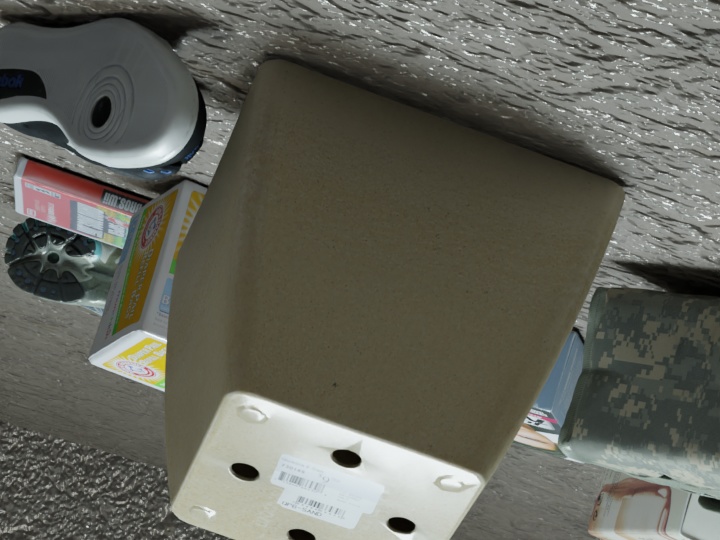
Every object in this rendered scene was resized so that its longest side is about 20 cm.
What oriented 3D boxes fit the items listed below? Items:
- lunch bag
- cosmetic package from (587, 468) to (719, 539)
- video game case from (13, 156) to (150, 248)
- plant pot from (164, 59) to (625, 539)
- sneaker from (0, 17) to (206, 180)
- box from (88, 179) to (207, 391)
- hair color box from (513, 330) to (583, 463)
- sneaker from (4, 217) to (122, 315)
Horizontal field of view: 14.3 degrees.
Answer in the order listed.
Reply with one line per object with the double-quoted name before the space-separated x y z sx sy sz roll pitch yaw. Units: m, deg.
"lunch bag" 0.242 0.087 1.642 0.199 0.118 0.164 19 172 -38
"cosmetic package" 0.260 0.176 2.169 0.103 0.088 0.200 21 170 -11
"video game case" -0.147 -0.028 2.006 0.199 0.018 0.143 19 170 -3
"plant pot" -0.001 0.046 1.471 0.199 0.178 0.200 20 144 -6
"sneaker" -0.111 -0.084 1.507 0.112 0.073 0.200 22 178 -38
"box" -0.061 0.035 1.879 0.199 0.113 0.101 21 159 -20
"hair color box" 0.108 0.078 1.989 0.099 0.061 0.200 16 170 15
"sneaker" -0.162 0.010 2.130 0.199 0.078 0.086 24 -177 8
